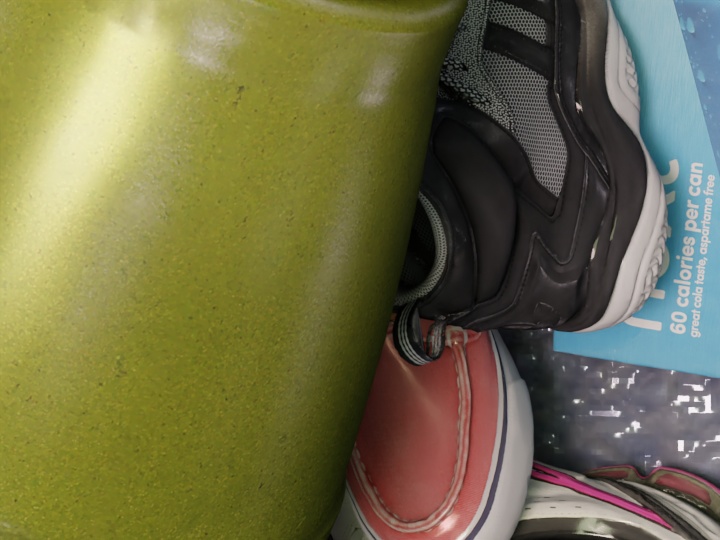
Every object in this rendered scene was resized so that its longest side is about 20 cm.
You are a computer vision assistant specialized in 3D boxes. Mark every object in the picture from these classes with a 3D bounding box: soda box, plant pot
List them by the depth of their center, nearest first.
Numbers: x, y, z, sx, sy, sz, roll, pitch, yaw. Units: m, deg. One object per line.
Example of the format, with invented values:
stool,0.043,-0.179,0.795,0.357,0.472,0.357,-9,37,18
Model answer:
plant pot,-0.065,-0.022,0.734,0.200,0.200,0.193,33,116,13
soda box,0.110,-0.070,0.887,0.068,0.064,0.201,10,112,16

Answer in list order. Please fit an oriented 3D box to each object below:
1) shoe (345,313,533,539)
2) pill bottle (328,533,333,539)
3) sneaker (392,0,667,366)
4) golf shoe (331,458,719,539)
shoe,0.000,0.000,0.898,0.071,0.091,0.201,-19,62,22
pill bottle,-0.062,0.133,0.905,0.111,0.112,0.201,19,132,15
sneaker,0.022,-0.070,0.833,0.075,0.114,0.201,-18,89,48
golf shoe,0.034,0.093,0.931,0.199,0.092,0.073,3,96,18
